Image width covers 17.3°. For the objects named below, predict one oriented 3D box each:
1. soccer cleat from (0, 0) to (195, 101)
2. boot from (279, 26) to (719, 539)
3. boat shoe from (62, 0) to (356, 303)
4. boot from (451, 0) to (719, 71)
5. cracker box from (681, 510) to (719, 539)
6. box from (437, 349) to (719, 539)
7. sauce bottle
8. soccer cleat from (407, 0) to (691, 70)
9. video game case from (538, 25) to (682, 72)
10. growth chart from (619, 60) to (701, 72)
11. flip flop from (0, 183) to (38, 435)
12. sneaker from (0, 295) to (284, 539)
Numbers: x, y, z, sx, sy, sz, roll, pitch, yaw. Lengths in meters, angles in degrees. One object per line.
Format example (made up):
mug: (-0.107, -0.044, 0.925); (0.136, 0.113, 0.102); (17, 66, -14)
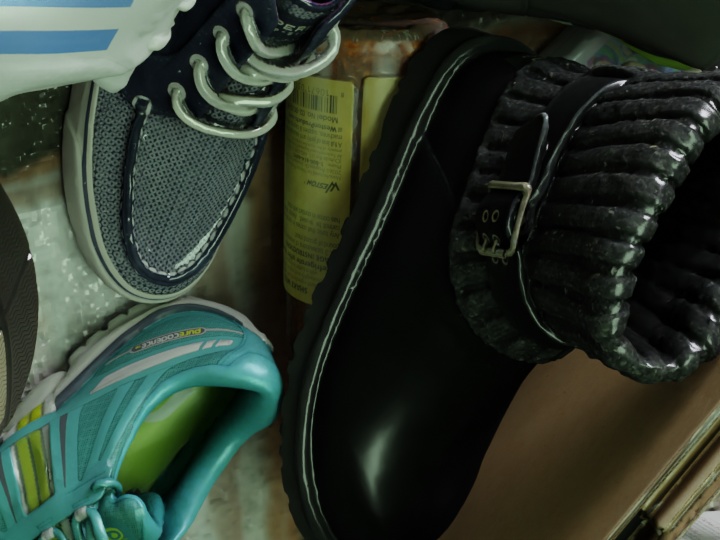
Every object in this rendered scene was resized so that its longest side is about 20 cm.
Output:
soccer cleat: (-0.074, -0.111, 0.767); (0.199, 0.070, 0.086); (-32, 128, 3)
boot: (0.057, 0.023, 0.808); (0.079, 0.157, 0.212); (8, 100, -39)
boat shoe: (-0.048, -0.076, 0.828); (0.074, 0.093, 0.201); (2, 105, -32)
boot: (0.096, -0.158, 0.778); (0.137, 0.078, 0.200); (18, 140, -6)
cracker box: (0.130, 0.180, 1.049); (0.199, 0.058, 0.135); (0, 107, -32)
box: (0.081, 0.063, 0.840); (0.021, 0.200, 0.164); (38, 96, -12)
sauce bottle: (0.000, 0.000, 0.903); (0.066, 0.066, 0.201); (-7, 112, -30)
soccer cleat: (0.076, -0.123, 0.882); (0.199, 0.081, 0.068); (14, 81, -25)
video game case: (0.142, -0.043, 0.999); (0.200, 0.024, 0.182); (-44, 123, -11)
growth chart: (0.157, -0.051, 0.936); (0.199, 0.018, 0.145); (-14, 154, -28)
flip flop: (-0.172, -0.026, 0.790); (0.201, 0.057, 0.081); (62, 38, -16)
sneaker: (-0.109, 0.089, 0.855); (0.200, 0.080, 0.078); (-47, 124, -9)
